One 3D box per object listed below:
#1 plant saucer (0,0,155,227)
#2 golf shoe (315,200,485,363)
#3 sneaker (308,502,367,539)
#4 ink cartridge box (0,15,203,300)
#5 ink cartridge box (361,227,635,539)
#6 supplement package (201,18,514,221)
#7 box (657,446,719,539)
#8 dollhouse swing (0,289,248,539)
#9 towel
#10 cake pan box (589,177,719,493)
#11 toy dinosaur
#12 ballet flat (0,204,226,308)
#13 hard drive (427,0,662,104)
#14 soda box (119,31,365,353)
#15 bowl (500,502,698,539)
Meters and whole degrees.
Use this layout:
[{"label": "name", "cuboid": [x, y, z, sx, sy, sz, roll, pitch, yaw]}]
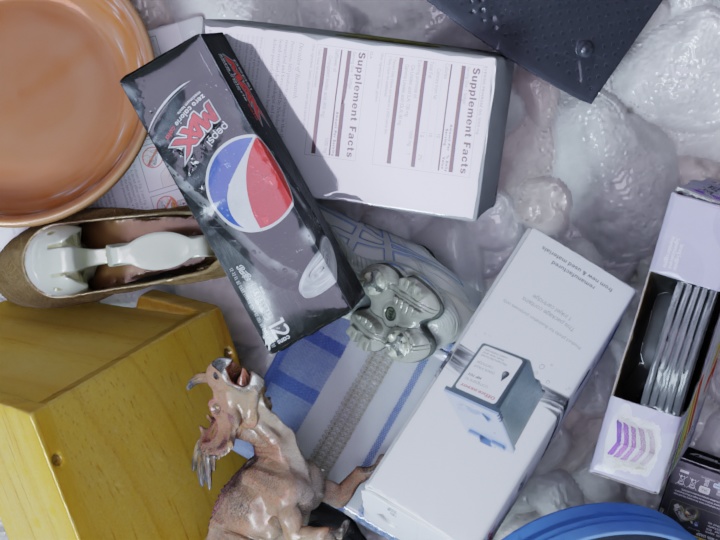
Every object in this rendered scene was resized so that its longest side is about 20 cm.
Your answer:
[{"label": "plant saucer", "cuboid": [-0.240, -0.126, 1.390, 0.199, 0.037, 0.201, 0, 78, 1]}, {"label": "golf shoe", "cuboid": [0.000, 0.000, 1.377, 0.200, 0.097, 0.079, 35, 117, 32]}, {"label": "sneaker", "cuboid": [-0.060, 0.250, 1.387, 0.200, 0.066, 0.090, -55, 39, -3]}, {"label": "ink cartridge box", "cuboid": [-0.188, -0.082, 1.438, 0.199, 0.050, 0.162, -17, 92, -3]}, {"label": "ink cartridge box", "cuboid": [0.088, 0.090, 1.292, 0.086, 0.146, 0.200, 30, 78, 8]}, {"label": "supplement package", "cuboid": [-0.004, -0.105, 1.342, 0.199, 0.114, 0.110, 8, 99, 9]}, {"label": "box", "cuboid": [0.287, 0.228, 1.344, 0.199, 0.049, 0.162, 18, 99, 12]}, {"label": "dollhouse swing", "cuboid": [-0.205, 0.115, 1.381, 0.175, 0.200, 0.182, -11, 103, 37]}, {"label": "towel", "cuboid": [0.025, 0.109, 1.379, 0.199, 0.024, 0.147, 27, 75, 9]}, {"label": "cake pan box", "cuboid": [0.205, 0.036, 1.264, 0.052, 0.200, 0.185, 16, 97, 14]}, {"label": "toy dinosaur", "cuboid": [-0.072, 0.163, 1.323, 0.135, 0.086, 0.201, 20, 96, 10]}, {"label": "ballet flat", "cuboid": [-0.169, -0.011, 1.363, 0.199, 0.072, 0.068, -5, 93, 11]}, {"label": "hard drive", "cuboid": [0.105, -0.216, 1.303, 0.200, 0.042, 0.135, 33, 95, -15]}, {"label": "soda box", "cuboid": [-0.074, -0.051, 1.268, 0.063, 0.071, 0.201, -29, 93, 11]}, {"label": "bowl", "cuboid": [0.142, 0.233, 1.282, 0.200, 0.039, 0.201, -9, 126, -13]}]
